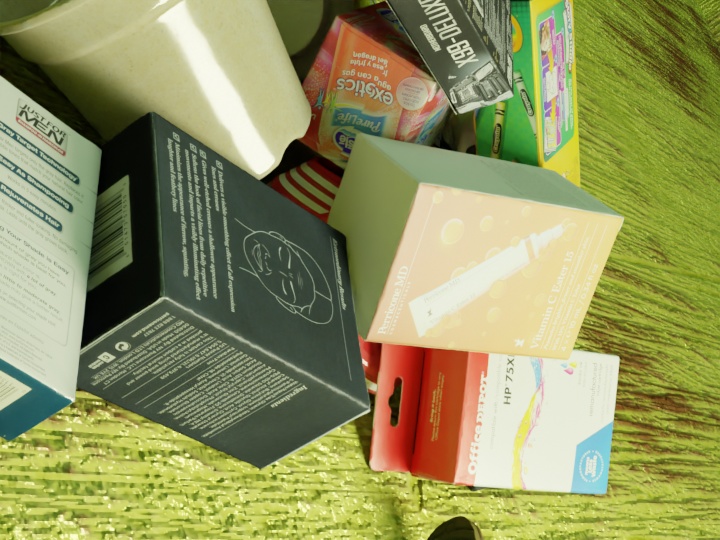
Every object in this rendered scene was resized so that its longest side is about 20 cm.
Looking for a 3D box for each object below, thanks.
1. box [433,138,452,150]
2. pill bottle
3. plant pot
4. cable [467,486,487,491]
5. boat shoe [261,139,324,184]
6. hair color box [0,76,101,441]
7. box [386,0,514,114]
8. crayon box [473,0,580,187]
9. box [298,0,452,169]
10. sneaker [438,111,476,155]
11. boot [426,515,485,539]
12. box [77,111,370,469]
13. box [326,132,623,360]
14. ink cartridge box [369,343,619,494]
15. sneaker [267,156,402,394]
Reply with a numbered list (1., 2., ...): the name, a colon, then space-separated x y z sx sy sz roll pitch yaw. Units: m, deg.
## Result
1. box: 0.091 -0.077 1.315 0.197 0.050 0.200 36 17 -10
2. pill bottle: -0.052 -0.215 1.191 0.113 0.112 0.200 60 11 1
3. plant pot: -0.133 -0.152 0.982 0.185 0.198 0.202 59 24 -28
4. cable: 0.093 0.115 1.249 0.199 0.051 0.165 -3 62 -58
5. boat shoe: -0.079 -0.118 1.142 0.200 0.071 0.065 50 29 -17
6. hair color box: -0.213 -0.014 0.818 0.100 0.060 0.202 38 34 -37
7. box: 0.063 -0.244 1.034 0.158 0.049 0.202 50 35 -46
8. crayon box: 0.141 -0.139 1.183 0.119 0.057 0.203 -39 127 -59
9. box: 0.023 -0.149 1.139 0.094 0.103 0.200 32 22 6
10. sneaker: 0.088 -0.132 1.293 0.200 0.092 0.071 -64 164 -64
11. boot: 0.119 0.308 1.083 0.199 0.066 0.177 37 47 -37
12. box: -0.100 0.018 0.932 0.199 0.106 0.150 32 38 -42
13. box: 0.080 -0.015 1.057 0.198 0.126 0.097 7 22 -33
14. ink cartridge box: 0.110 0.115 1.130 0.198 0.067 0.118 8 86 -32
15. sneaker: 0.000 0.000 1.108 0.201 0.115 0.079 51 22 -17
